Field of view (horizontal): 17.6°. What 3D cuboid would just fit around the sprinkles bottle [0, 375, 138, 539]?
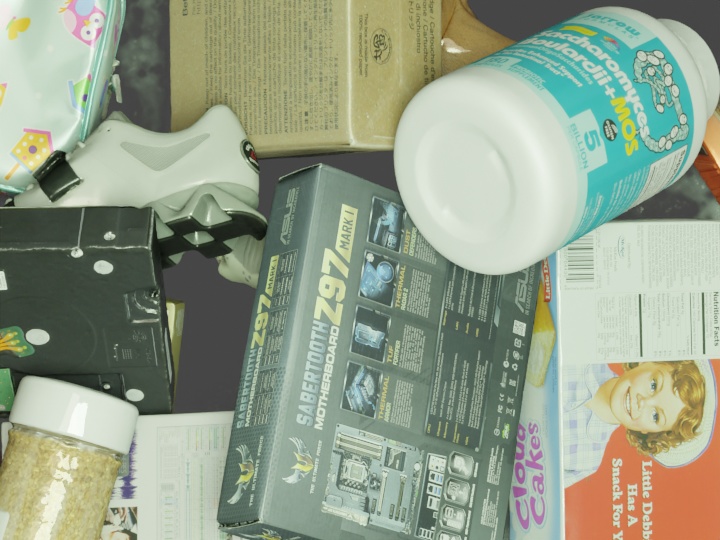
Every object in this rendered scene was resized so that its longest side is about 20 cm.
[{"bbox_3d":[-0.177,0.161,1.252,0.068,0.068,0.201,15,82,0],"label":"sprinkles bottle"}]

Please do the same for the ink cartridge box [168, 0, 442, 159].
[{"bbox_3d":[-0.033,-0.165,1.316,0.075,0.164,0.202,-1,92,-41],"label":"ink cartridge box"}]

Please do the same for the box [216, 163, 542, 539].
[{"bbox_3d":[0.014,0.061,1.261,0.157,0.051,0.201,19,70,-31],"label":"box"}]

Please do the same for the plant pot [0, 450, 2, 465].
[{"bbox_3d":[-0.289,0.173,1.310,0.198,0.179,0.202,0,90,0],"label":"plant pot"}]

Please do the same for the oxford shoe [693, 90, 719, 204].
[{"bbox_3d":[0.269,-0.025,1.365,0.073,0.071,0.201,-32,90,-5],"label":"oxford shoe"}]

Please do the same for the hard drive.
[{"bbox_3d":[-0.206,0.024,1.277,0.198,0.140,0.038,-2,46,1],"label":"hard drive"}]

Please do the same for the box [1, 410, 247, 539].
[{"bbox_3d":[-0.103,0.153,1.291,0.198,0.036,0.145,-3,78,13],"label":"box"}]

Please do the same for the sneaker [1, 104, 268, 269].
[{"bbox_3d":[-0.150,-0.040,1.309,0.199,0.074,0.089,-14,67,11],"label":"sneaker"}]

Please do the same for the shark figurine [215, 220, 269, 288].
[{"bbox_3d":[0.017,0.007,1.341,0.214,0.128,0.090,29,80,-2],"label":"shark figurine"}]

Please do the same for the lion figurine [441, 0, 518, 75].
[{"bbox_3d":[0.066,-0.121,1.372,0.199,0.072,0.123,32,80,-14],"label":"lion figurine"}]

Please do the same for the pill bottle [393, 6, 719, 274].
[{"bbox_3d":[0.117,-0.080,1.279,0.110,0.200,0.112,19,122,34],"label":"pill bottle"}]

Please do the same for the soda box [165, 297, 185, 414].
[{"bbox_3d":[-0.148,0.113,1.367,0.067,0.064,0.202,6,90,1],"label":"soda box"}]

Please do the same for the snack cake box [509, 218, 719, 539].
[{"bbox_3d":[0.150,0.071,1.349,0.114,0.067,0.202,-1,91,-24],"label":"snack cake box"}]

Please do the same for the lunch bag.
[{"bbox_3d":[-0.236,-0.132,1.359,0.199,0.077,0.162,13,89,0],"label":"lunch bag"}]
